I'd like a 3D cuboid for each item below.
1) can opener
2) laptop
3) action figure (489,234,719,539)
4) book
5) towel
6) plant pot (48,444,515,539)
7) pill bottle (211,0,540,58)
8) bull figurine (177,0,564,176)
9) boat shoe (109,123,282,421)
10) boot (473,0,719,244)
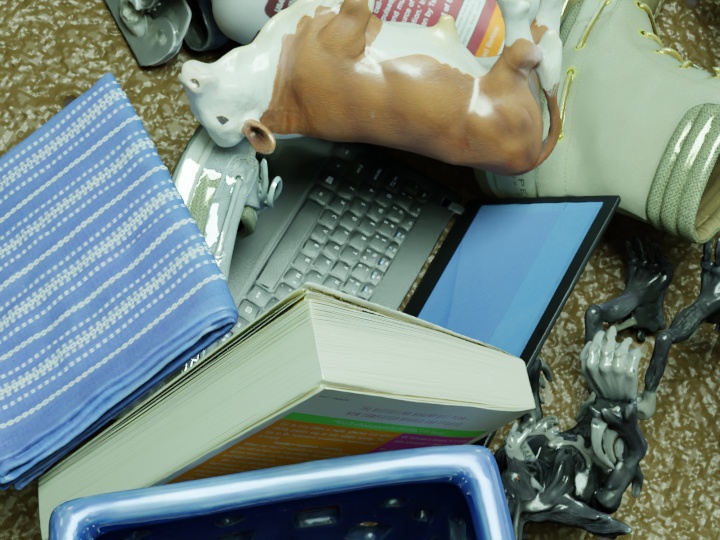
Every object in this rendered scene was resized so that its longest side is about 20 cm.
[{"bbox_3d":[-0.141,-0.207,0.958,0.067,0.053,0.200,-12,68,-46],"label":"can opener"},{"bbox_3d":[0.000,0.000,0.863,0.200,0.103,0.177,30,68,4],"label":"laptop"},{"bbox_3d":[0.114,0.060,0.852,0.119,0.102,0.200,12,53,46],"label":"action figure"},{"bbox_3d":[-0.036,0.084,0.752,0.133,0.200,0.048,17,51,-41],"label":"book"},{"bbox_3d":[-0.150,-0.001,0.814,0.145,0.024,0.200,-36,49,5],"label":"towel"},{"bbox_3d":[-0.033,0.203,0.740,0.199,0.180,0.201,-6,71,-10],"label":"plant pot"},{"bbox_3d":[-0.008,-0.161,0.900,0.200,0.113,0.113,23,68,-11],"label":"pill bottle"},{"bbox_3d":[0.011,-0.106,0.824,0.199,0.122,0.065,10,30,-15],"label":"bull figurine"},{"bbox_3d":[-0.080,-0.007,0.850,0.065,0.074,0.202,23,60,-9],"label":"boat shoe"},{"bbox_3d":[0.169,-0.110,0.905,0.154,0.072,0.200,17,68,40],"label":"boot"}]
